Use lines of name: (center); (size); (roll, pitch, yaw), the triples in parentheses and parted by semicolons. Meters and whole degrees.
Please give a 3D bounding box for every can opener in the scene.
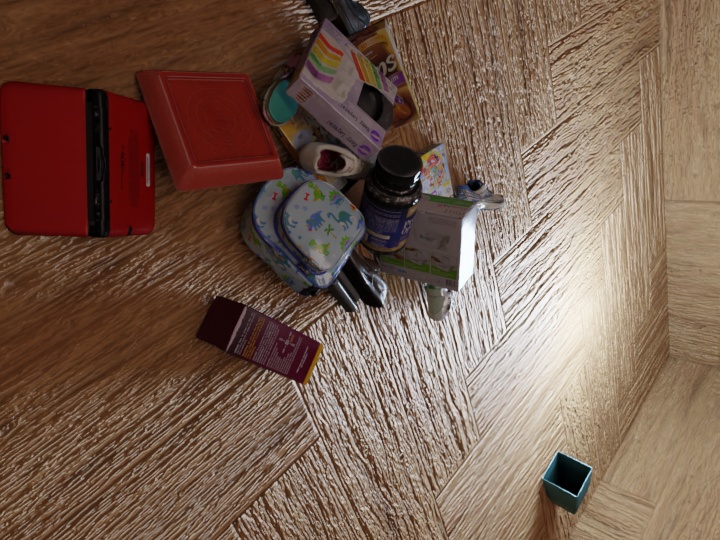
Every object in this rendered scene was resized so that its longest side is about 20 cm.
can opener: (-0.064, 0.018, 1.074); (0.200, 0.066, 0.053); (51, 44, -42)

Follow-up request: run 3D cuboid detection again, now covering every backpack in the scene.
backpack: (-0.102, -0.082, 0.924); (0.199, 0.147, 0.184); (40, 61, -9)

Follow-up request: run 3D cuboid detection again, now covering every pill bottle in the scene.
pill bottle: (0.056, -0.133, 0.977); (0.112, 0.112, 0.201); (-38, 157, -32)

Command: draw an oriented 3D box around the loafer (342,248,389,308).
loafer: (0.000, 0.000, 1.126); (0.201, 0.072, 0.072); (56, 50, -40)

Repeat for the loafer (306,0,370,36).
loafer: (-0.061, -0.500, 0.967); (0.199, 0.072, 0.073); (20, 88, -43)

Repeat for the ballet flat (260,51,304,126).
ballet flat: (-0.137, -0.323, 0.913); (0.069, 0.070, 0.202); (60, 43, -42)

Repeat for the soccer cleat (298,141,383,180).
soccer cleat: (-0.018, -0.199, 0.953); (0.198, 0.086, 0.071); (-4, 115, -29)

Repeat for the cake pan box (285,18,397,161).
cake pan box: (-0.025, -0.323, 0.921); (0.199, 0.052, 0.186); (37, 52, -27)

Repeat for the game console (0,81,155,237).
game console: (-0.399, -0.153, 0.742); (0.172, 0.117, 0.203); (-23, 118, -73)

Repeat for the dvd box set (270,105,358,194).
dvd box set: (-0.068, -0.252, 0.996); (0.146, 0.029, 0.201); (-45, 112, -24)

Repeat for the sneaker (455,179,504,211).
sneaker: (0.331, -0.207, 1.395); (0.198, 0.076, 0.087); (-11, 101, -43)

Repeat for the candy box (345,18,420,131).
candy box: (0.034, -0.382, 1.032); (0.057, 0.115, 0.201); (-88, 155, -48)

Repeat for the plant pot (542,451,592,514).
plant pot: (0.824, 0.860, 2.026); (0.141, 0.140, 0.202); (-43, 131, -29)

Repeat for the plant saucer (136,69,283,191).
plant saucer: (-0.228, -0.237, 0.819); (0.199, 0.037, 0.202); (-17, 84, -42)

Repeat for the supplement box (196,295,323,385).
supplement box: (-0.181, 0.130, 0.939); (0.199, 0.110, 0.087); (35, 73, -42)

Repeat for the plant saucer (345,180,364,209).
plant saucer: (-0.016, -0.164, 1.094); (0.199, 0.036, 0.203); (-11, 106, -42)

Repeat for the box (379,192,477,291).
box: (0.143, -0.070, 1.121); (0.097, 0.198, 0.179); (-41, 136, -46)

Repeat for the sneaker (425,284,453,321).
sneaker: (0.180, 0.025, 1.293); (0.114, 0.075, 0.203); (11, 85, -44)

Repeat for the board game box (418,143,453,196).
board game box: (0.144, -0.209, 1.240); (0.199, 0.034, 0.136); (-36, 121, -34)
